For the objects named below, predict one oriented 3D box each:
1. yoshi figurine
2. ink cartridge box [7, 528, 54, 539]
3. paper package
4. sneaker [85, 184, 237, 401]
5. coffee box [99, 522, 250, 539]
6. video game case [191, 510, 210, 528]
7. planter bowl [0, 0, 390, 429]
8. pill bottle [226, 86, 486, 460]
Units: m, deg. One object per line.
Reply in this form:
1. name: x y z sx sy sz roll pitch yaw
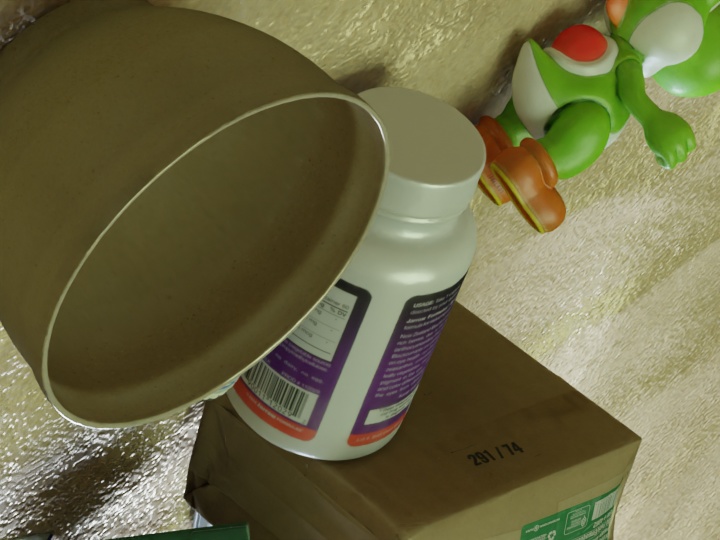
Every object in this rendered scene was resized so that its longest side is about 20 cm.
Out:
1. yoshi figurine: 0.158 -0.105 1.694 0.200 0.112 0.112 -44 171 -6
2. ink cartridge box: -0.285 0.220 1.582 0.199 0.041 0.200 -14 142 -49
3. paper package: 0.033 0.124 1.707 0.199 0.190 0.104 -18 132 -39
4. sneaker: -0.093 0.004 1.500 0.089 0.079 0.200 -43 155 3
5. coffee box: -0.121 0.192 1.666 0.122 0.044 0.200 -5 164 -5
6. video game case: -0.028 0.131 1.858 0.199 0.022 0.183 -28 150 -30
7. planter bowl: -0.104 -0.044 1.339 0.200 0.135 0.201 -33 151 -21
8. pill bottle: 0.000 0.000 1.591 0.111 0.111 0.201 -21 145 -41
